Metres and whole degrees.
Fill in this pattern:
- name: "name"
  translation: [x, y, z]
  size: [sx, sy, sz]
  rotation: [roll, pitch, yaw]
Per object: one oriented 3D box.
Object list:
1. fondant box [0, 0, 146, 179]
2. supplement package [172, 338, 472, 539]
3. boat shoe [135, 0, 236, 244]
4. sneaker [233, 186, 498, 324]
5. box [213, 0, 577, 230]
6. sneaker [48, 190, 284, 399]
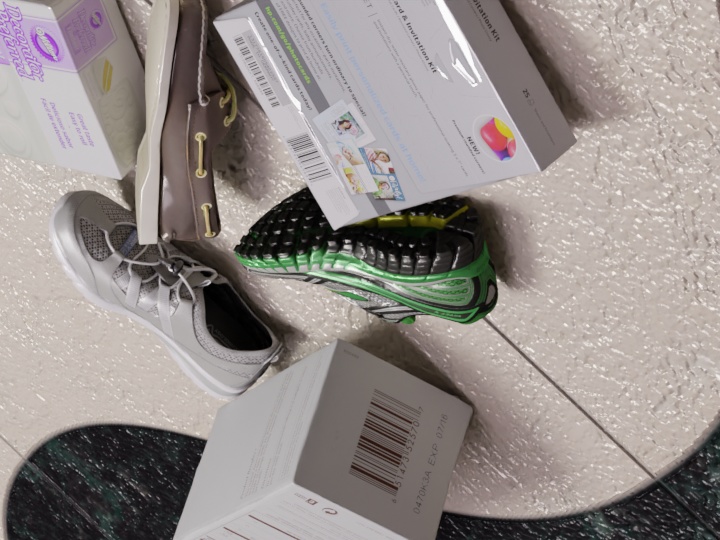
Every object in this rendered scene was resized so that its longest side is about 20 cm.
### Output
- name: "fondant box"
  translation: [-0.242, -0.150, 1.589]
  size: [0.200, 0.058, 0.144]
  rotation: [12, 136, 36]
- name: "supplement package"
  translation: [-0.029, 0.146, 1.620]
  size: [0.117, 0.117, 0.200]
  rotation: [27, 152, -19]
- name: "boat shoe"
  translation: [-0.113, -0.100, 1.508]
  size: [0.059, 0.072, 0.200]
  rotation: [1, 129, -10]
- name: "sneaker"
  translation: [0.000, 0.000, 1.487]
  size: [0.200, 0.078, 0.085]
  rotation: [10, 135, 39]
- name: "box"
  translation: [0.016, -0.114, 1.362]
  size: [0.200, 0.041, 0.156]
  rotation: [-15, 110, 53]
- name: "sneaker"
  translation: [-0.134, 0.006, 1.651]
  size: [0.200, 0.075, 0.082]
  rotation: [40, 142, -17]
